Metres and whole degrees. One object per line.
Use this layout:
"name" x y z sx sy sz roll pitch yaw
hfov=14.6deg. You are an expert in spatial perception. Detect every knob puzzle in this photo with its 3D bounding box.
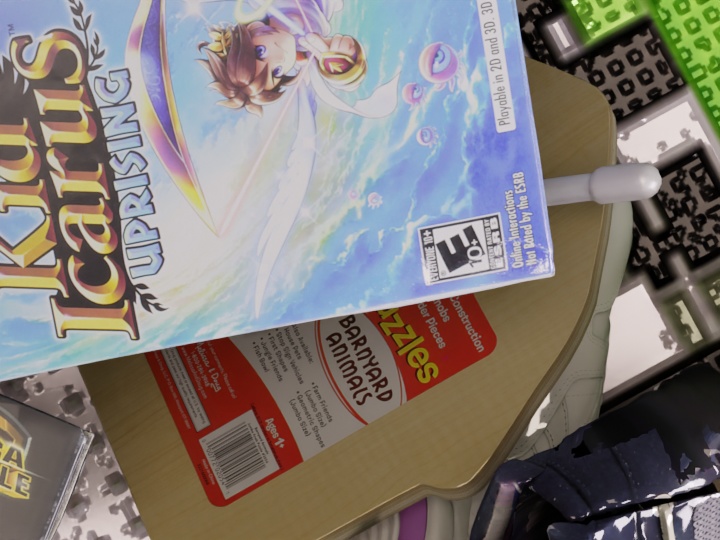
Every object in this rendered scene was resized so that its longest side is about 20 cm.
"knob puzzle" 0.000 0.000 0.945 0.218 0.030 0.221 -10 59 17

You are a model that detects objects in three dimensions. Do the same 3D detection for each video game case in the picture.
"video game case" -0.047 -0.080 0.819 0.180 0.045 0.201 -11 103 -3

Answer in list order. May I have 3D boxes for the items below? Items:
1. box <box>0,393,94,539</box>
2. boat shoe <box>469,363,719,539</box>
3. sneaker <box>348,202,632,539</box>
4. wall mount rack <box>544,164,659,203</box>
"box" -0.192 0.036 0.899 0.199 0.159 0.046 23 82 -9
"boat shoe" 0.070 0.122 0.901 0.092 0.201 0.075 -19 44 -29
"sneaker" 0.048 0.058 0.966 0.100 0.075 0.201 37 71 -38
"wall mount rack" 0.010 -0.081 0.921 0.173 0.075 0.201 11 64 -7
